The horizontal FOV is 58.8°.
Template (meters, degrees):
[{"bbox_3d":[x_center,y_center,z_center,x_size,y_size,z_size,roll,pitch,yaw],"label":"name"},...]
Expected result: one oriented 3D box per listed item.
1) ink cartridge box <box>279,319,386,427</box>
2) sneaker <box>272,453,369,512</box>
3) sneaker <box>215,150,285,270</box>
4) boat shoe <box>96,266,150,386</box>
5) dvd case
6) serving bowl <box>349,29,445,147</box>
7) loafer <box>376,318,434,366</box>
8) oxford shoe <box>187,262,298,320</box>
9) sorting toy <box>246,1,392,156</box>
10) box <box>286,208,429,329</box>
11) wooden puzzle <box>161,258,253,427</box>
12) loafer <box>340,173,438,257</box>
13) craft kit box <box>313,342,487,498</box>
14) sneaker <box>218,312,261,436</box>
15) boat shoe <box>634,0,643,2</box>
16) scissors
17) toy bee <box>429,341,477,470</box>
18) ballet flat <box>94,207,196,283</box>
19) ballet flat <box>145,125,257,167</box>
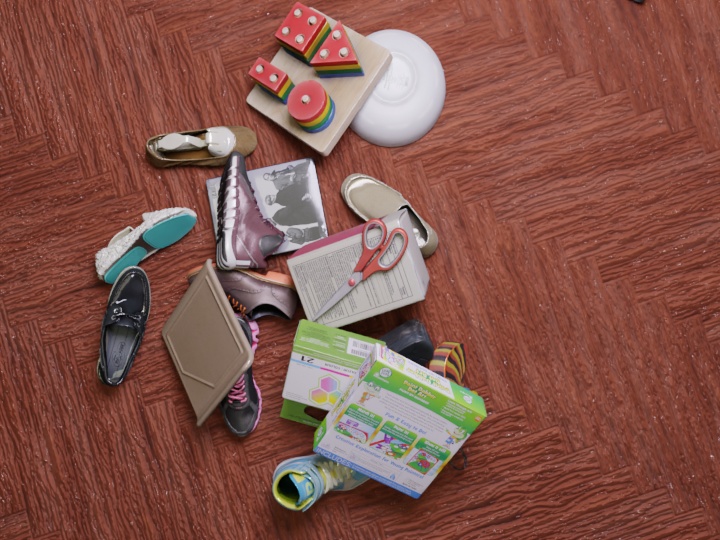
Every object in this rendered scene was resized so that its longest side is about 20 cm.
[{"bbox_3d":[-0.051,0.198,1.020,0.143,0.076,0.205,15,118,-2],"label":"ink cartridge box"},{"bbox_3d":[-0.053,0.334,1.032,0.194,0.131,0.082,-18,85,-1],"label":"sneaker"},{"bbox_3d":[-0.181,-0.094,1.077,0.112,0.075,0.207,8,73,-25],"label":"sneaker"},{"bbox_3d":[-0.396,0.097,1.070,0.073,0.066,0.205,20,89,-26],"label":"boat shoe"},{"bbox_3d":[-0.161,-0.102,1.113,0.193,0.025,0.156,-11,86,1],"label":"dvd case"},{"bbox_3d":[0.054,-0.323,1.104,0.193,0.066,0.208,0,87,0],"label":"serving bowl"},{"bbox_3d":[0.032,0.152,1.079,0.195,0.073,0.074,-26,124,11],"label":"loafer"},{"bbox_3d":[-0.200,0.038,1.072,0.193,0.072,0.075,7,62,1],"label":"oxford shoe"},{"bbox_3d":[-0.081,-0.332,1.068,0.197,0.069,0.203,35,89,25],"label":"sorting toy"},{"bbox_3d":[0.000,0.000,1.028,0.194,0.109,0.132,-18,101,15],"label":"box"},{"bbox_3d":[-0.246,0.116,1.028,0.185,0.037,0.203,-47,58,32],"label":"wooden puzzle"},{"bbox_3d":[0.052,-0.100,1.088,0.197,0.068,0.077,35,87,3],"label":"loafer"},{"bbox_3d":[0.056,0.233,0.965,0.196,0.049,0.200,28,118,-14],"label":"craft kit box"},{"bbox_3d":[-0.208,0.175,1.062,0.076,0.095,0.208,-4,88,-2],"label":"sneaker"},{"bbox_3d":[0.419,-0.527,1.112,0.194,0.069,0.058,18,87,0],"label":"boat shoe"},{"bbox_3d":[0.000,0.014,0.966,0.072,0.014,0.203,31,107,0],"label":"scissors"},{"bbox_3d":[0.136,0.220,1.038,0.130,0.107,0.206,-30,67,42],"label":"toy bee"},{"bbox_3d":[-0.375,-0.059,1.095,0.197,0.072,0.073,-35,87,-2],"label":"ballet flat"},{"bbox_3d":[-0.277,-0.218,1.098,0.192,0.072,0.070,-4,85,0],"label":"ballet flat"}]
